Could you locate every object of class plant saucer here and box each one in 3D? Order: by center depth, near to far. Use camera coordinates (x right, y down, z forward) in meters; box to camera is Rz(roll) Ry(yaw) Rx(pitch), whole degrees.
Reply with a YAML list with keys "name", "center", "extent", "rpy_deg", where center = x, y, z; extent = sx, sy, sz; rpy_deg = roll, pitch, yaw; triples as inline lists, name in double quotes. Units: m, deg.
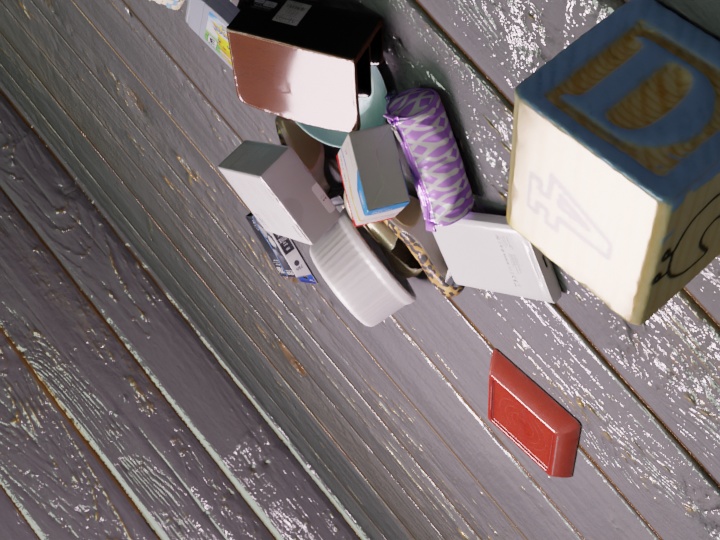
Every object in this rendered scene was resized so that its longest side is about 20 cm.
- name: "plant saucer"
  center: [-0.038, -0.282, 1.663]
  extent: [0.198, 0.039, 0.203]
  rpy_deg: [20, 134, 22]
- name: "plant saucer"
  center: [0.285, 0.257, 1.896]
  extent: [0.200, 0.037, 0.201]
  rpy_deg: [43, 158, 29]

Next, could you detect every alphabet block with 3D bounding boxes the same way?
- name: "alphabet block"
  center: [0.274, -0.108, 1.092]
  extent: [0.196, 0.194, 0.201]
  rpy_deg: [43, 159, 29]

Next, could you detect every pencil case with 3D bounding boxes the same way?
- name: "pencil case"
  center: [0.098, -0.159, 1.557]
  extent: [0.083, 0.086, 0.202]
  rpy_deg: [12, 137, 45]

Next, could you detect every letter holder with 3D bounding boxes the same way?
- name: "letter holder"
  center: [-0.075, -0.293, 1.570]
  extent: [0.197, 0.101, 0.143]
  rpy_deg: [17, 141, 17]

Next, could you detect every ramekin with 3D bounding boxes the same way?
- name: "ramekin"
  center: [0.000, 0.000, 1.904]
  extent: [0.201, 0.097, 0.201]
  rpy_deg: [50, -173, -8]

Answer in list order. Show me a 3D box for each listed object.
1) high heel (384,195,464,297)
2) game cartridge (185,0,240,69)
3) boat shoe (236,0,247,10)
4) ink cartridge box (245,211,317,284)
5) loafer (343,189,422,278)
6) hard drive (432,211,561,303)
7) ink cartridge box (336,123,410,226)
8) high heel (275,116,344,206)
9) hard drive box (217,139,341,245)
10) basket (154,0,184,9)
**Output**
- name: "high heel"
  center: [0.088, -0.039, 1.788]
  extent: [0.199, 0.071, 0.144]
  rpy_deg: [35, 149, 20]
- name: "game cartridge"
  center: [-0.202, -0.370, 1.767]
  extent: [0.200, 0.040, 0.133]
  rpy_deg: [45, 159, 0]
- name: "boat shoe"
  center: [-0.165, -0.412, 1.755]
  extent: [0.072, 0.065, 0.200]
  rpy_deg: [50, 160, 4]
- name: "ink cartridge box"
  center: [-0.174, -0.045, 2.422]
  extent: [0.202, 0.039, 0.099]
  rpy_deg: [58, 159, -15]
- name: "loafer"
  center: [0.050, -0.073, 1.833]
  extent: [0.201, 0.076, 0.068]
  rpy_deg: [50, 160, -19]
- name: "hard drive"
  center: [0.193, -0.024, 1.611]
  extent: [0.198, 0.027, 0.133]
  rpy_deg: [11, 135, 49]
- name: "ink cartridge box"
  center: [0.014, -0.134, 1.638]
  extent: [0.200, 0.066, 0.118]
  rpy_deg: [140, 116, -81]
- name: "high heel"
  center: [-0.109, -0.184, 1.966]
  extent: [0.201, 0.072, 0.142]
  rpy_deg: [50, 155, -18]
- name: "hard drive box"
  center: [-0.142, -0.136, 1.899]
  extent: [0.157, 0.077, 0.199]
  rpy_deg: [53, 165, -26]
- name: "basket"
  center: [-0.359, -0.538, 1.842]
  extent: [0.198, 0.141, 0.176]
  rpy_deg: [26, 167, -19]
